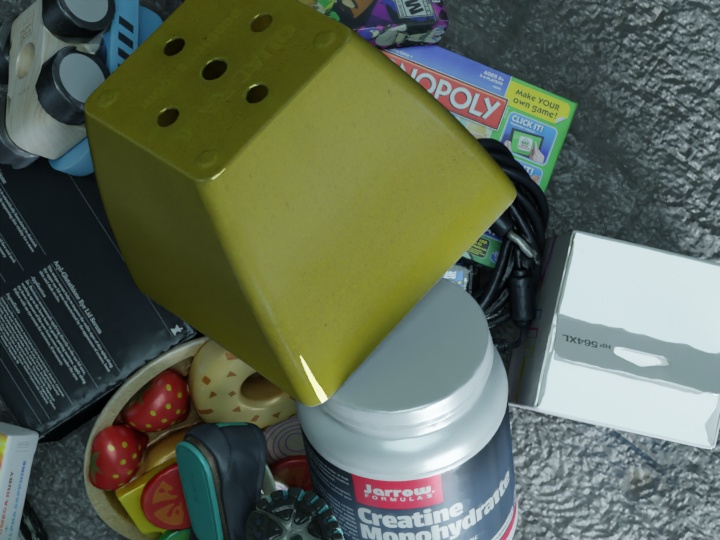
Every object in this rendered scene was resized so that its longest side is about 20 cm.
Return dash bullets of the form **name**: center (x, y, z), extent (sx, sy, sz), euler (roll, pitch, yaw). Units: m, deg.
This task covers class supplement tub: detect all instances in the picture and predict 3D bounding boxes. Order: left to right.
- **supplement tub**: center (0.032, 0.112, 1.590), extent (0.140, 0.200, 0.141), euler (-4, 47, 5)

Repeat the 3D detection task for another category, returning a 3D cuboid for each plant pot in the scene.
- **plant pot**: center (-0.058, -0.072, 1.508), extent (0.200, 0.176, 0.200), euler (-46, 47, -13)

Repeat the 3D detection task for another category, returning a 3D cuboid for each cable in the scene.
- **cable**: center (0.028, -0.019, 1.635), extent (0.200, 0.051, 0.163), euler (6, 108, 1)

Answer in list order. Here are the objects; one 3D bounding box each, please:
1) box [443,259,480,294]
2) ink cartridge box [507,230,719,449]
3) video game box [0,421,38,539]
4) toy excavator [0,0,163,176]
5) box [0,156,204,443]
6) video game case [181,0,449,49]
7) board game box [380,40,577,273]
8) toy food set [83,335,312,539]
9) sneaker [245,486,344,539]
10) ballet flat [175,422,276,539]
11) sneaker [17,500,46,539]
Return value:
- **box**: center (-0.010, -0.016, 1.712), extent (0.193, 0.048, 0.200), euler (4, 87, -5)
- **ink cartridge box**: center (0.184, 0.048, 1.646), extent (0.128, 0.200, 0.125), euler (12, 88, -4)
- **video game box**: center (-0.332, 0.179, 1.639), extent (0.200, 0.047, 0.183), euler (12, 94, 22)
- **toy excavator**: center (-0.150, -0.143, 1.635), extent (0.200, 0.100, 0.195), euler (20, 56, -34)
- **box**: center (-0.217, 0.000, 1.662), extent (0.141, 0.079, 0.200), euler (-33, 84, 6)
- **video game case**: center (-0.049, -0.242, 1.662), extent (0.181, 0.036, 0.200), euler (-6, 65, -22)
- **board game box**: center (0.038, -0.092, 1.679), extent (0.200, 0.029, 0.135), euler (21, 84, -5)
- **toy food set**: center (-0.094, 0.124, 1.652), extent (0.200, 0.049, 0.198), euler (-31, 133, -3)
- **sneaker**: center (-0.013, 0.242, 1.555), extent (0.077, 0.086, 0.200), euler (-18, 63, 0)
- **ballet flat**: center (-0.086, 0.186, 1.628), extent (0.073, 0.073, 0.200), euler (-3, 122, -4)
- **sneaker**: center (-0.243, 0.253, 1.675), extent (0.086, 0.078, 0.200), euler (-26, 83, 7)
